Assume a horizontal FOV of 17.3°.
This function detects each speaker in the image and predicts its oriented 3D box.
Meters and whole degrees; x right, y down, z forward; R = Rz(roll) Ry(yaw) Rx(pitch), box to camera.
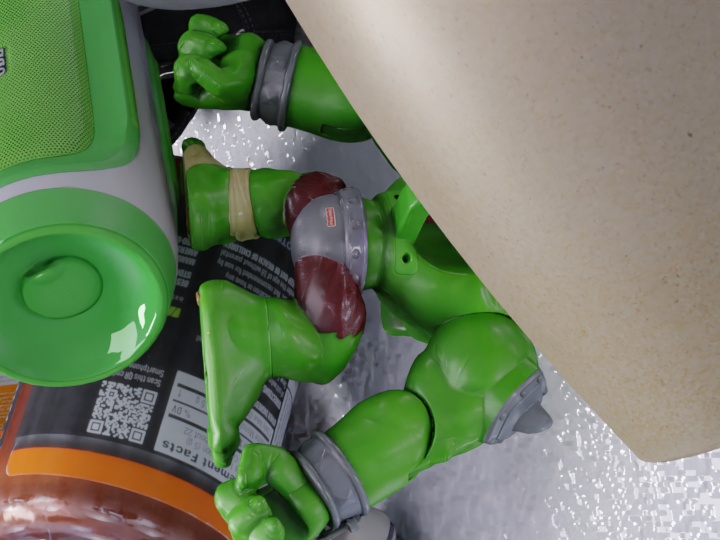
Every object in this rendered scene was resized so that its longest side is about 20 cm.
[{"bbox_3d":[-0.117,-0.048,0.881,0.200,0.088,0.089,-105,30,-50],"label":"speaker"}]

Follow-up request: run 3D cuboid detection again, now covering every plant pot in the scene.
[{"bbox_3d":[0.085,-0.052,0.695,0.187,0.187,0.200,-20,93,53],"label":"plant pot"}]

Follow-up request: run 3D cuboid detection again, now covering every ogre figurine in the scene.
[{"bbox_3d":[0.000,0.000,0.831,0.200,0.120,0.098,-100,7,-45],"label":"ogre figurine"}]

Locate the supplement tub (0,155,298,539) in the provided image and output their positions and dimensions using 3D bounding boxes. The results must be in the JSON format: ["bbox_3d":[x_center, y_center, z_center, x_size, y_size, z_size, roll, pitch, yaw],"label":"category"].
[{"bbox_3d":[-0.084,0.063,0.915,0.107,0.107,0.200,-24,44,53],"label":"supplement tub"}]

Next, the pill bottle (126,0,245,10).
[{"bbox_3d":[-0.073,-0.210,0.907,0.114,0.114,0.200,-36,61,50],"label":"pill bottle"}]

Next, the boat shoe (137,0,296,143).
[{"bbox_3d":[-0.092,-0.083,1.012,0.200,0.070,0.066,-18,79,46],"label":"boat shoe"}]

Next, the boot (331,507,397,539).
[{"bbox_3d":[-0.003,0.198,0.935,0.073,0.090,0.200,-169,101,-83],"label":"boot"}]

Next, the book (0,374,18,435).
[{"bbox_3d":[-0.174,0.052,1.083,0.200,0.133,0.048,-40,64,49],"label":"book"}]
